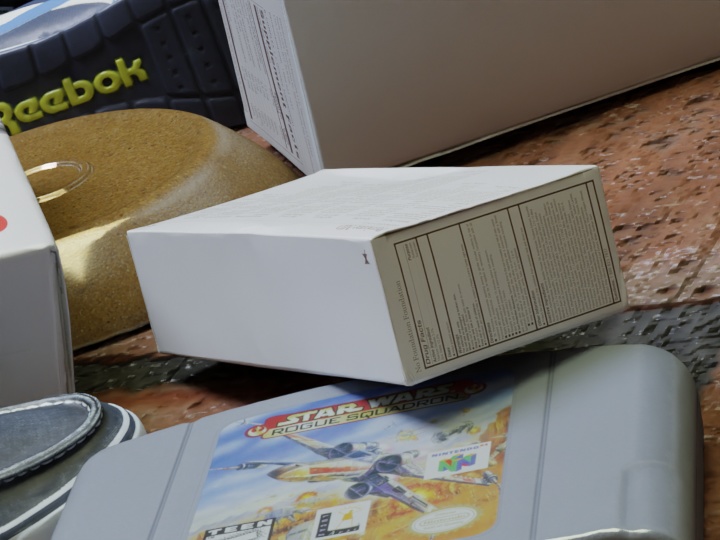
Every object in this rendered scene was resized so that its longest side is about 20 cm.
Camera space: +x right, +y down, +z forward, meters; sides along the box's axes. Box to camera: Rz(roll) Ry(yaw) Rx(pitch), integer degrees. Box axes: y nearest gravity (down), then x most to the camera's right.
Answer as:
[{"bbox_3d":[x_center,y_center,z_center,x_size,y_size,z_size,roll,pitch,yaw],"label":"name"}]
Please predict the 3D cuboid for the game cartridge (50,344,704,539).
[{"bbox_3d":[0.001,0.073,0.874,0.199,0.042,0.133,-12,26,11],"label":"game cartridge"}]

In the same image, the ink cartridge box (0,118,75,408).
[{"bbox_3d":[-0.195,-0.017,1.063,0.145,0.085,0.200,-12,38,-16],"label":"ink cartridge box"}]

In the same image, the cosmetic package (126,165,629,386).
[{"bbox_3d":[0.000,0.000,0.974,0.082,0.051,0.200,-16,8,-24],"label":"cosmetic package"}]

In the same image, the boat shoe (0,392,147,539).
[{"bbox_3d":[-0.165,0.063,0.935,0.199,0.091,0.071,-23,22,-17],"label":"boat shoe"}]

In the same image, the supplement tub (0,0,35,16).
[{"bbox_3d":[-0.177,-0.158,1.367,0.199,0.123,0.122,-1,14,-26],"label":"supplement tub"}]

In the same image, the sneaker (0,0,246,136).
[{"bbox_3d":[-0.103,-0.096,1.308,0.199,0.074,0.082,-13,19,4],"label":"sneaker"}]

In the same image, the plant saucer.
[{"bbox_3d":[-0.122,-0.020,1.185,0.199,0.036,0.200,-14,21,6],"label":"plant saucer"}]

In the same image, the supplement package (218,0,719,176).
[{"bbox_3d":[0.044,-0.145,1.199,0.199,0.157,0.111,-19,22,-13],"label":"supplement package"}]
